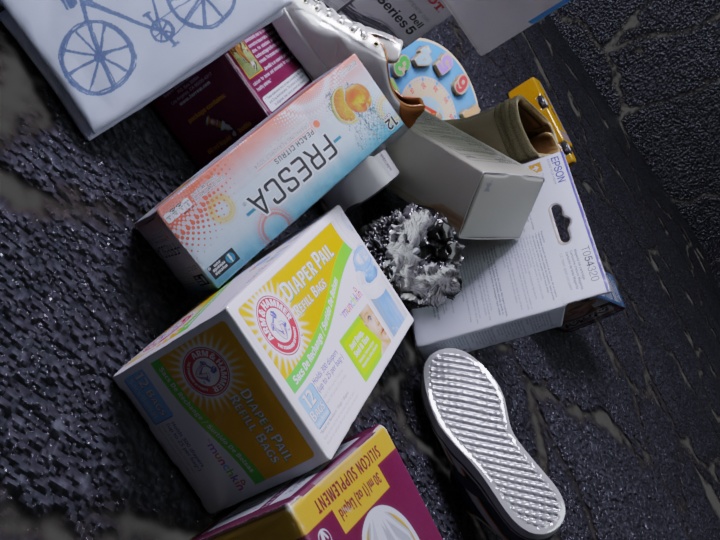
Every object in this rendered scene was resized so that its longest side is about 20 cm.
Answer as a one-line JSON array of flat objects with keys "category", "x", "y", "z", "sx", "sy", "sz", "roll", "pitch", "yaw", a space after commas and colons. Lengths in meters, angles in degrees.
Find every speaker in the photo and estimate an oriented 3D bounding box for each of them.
[{"category": "speaker", "x": -0.048, "y": -0.156, "z": 0.813, "sx": 0.201, "sy": 0.081, "sz": 0.081, "roll": 55, "pitch": 27, "yaw": -9}]

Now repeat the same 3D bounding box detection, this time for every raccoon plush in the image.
[{"category": "raccoon plush", "x": 0.000, "y": 0.000, "z": 0.782, "sx": 0.199, "sy": 0.134, "sz": 0.098, "roll": -19, "pitch": 96, "yaw": -31}]

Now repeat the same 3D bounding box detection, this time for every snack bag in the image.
[{"category": "snack bag", "x": -0.175, "y": -0.225, "z": 0.587, "sx": 0.201, "sy": 0.188, "sz": 0.021, "roll": 55, "pitch": -18, "yaw": -13}]

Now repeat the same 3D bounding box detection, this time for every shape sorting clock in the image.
[{"category": "shape sorting clock", "x": 0.086, "y": -0.189, "z": 1.042, "sx": 0.199, "sy": 0.039, "sz": 0.202, "roll": -1, "pitch": 92, "yaw": -39}]

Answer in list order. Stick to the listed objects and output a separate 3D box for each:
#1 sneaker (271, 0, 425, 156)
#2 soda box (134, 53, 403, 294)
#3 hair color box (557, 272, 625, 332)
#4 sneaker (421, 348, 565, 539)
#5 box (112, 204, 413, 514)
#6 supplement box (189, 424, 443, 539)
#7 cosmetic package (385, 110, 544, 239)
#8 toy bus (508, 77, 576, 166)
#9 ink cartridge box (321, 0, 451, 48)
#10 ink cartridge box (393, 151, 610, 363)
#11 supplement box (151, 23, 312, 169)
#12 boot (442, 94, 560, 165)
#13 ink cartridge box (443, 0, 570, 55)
[{"category": "sneaker", "x": -0.015, "y": -0.204, "z": 0.736, "sx": 0.200, "sy": 0.084, "sz": 0.073, "roll": 51, "pitch": 16, "yaw": -21}, {"category": "soda box", "x": -0.063, "y": -0.071, "z": 0.607, "sx": 0.200, "sy": 0.063, "sz": 0.069, "roll": -43, "pitch": 105, "yaw": -24}, {"category": "hair color box", "x": 0.304, "y": 0.038, "z": 1.218, "sx": 0.199, "sy": 0.100, "sz": 0.061, "roll": 15, "pitch": 52, "yaw": -54}, {"category": "sneaker", "x": 0.113, "y": 0.172, "z": 0.785, "sx": 0.080, "sy": 0.078, "sz": 0.201, "roll": 96, "pitch": -28, "yaw": -53}, {"category": "box", "x": -0.055, "y": 0.051, "z": 0.572, "sx": 0.113, "sy": 0.101, "sz": 0.200, "roll": 56, "pitch": 27, "yaw": -9}, {"category": "supplement box", "x": -0.004, "y": 0.218, "z": 0.498, "sx": 0.201, "sy": 0.103, "sz": 0.131, "roll": 62, "pitch": 26, "yaw": 2}, {"category": "cosmetic package", "x": 0.080, "y": -0.109, "z": 0.873, "sx": 0.105, "sy": 0.072, "sz": 0.200, "roll": 0, "pitch": 29, "yaw": -41}, {"category": "toy bus", "x": 0.374, "y": -0.292, "z": 1.706, "sx": 0.078, "sy": 0.065, "sz": 0.201, "roll": 2, "pitch": 62, "yaw": -61}, {"category": "ink cartridge box", "x": -0.015, "y": -0.287, "z": 0.864, "sx": 0.145, "sy": 0.199, "sz": 0.085, "roll": 35, "pitch": 36, "yaw": -40}, {"category": "ink cartridge box", "x": 0.142, "y": -0.017, "z": 0.880, "sx": 0.043, "sy": 0.198, "sz": 0.198, "roll": 60, "pitch": 19, "yaw": -49}, {"category": "supplement box", "x": -0.133, "y": -0.188, "z": 0.688, "sx": 0.201, "sy": 0.085, "sz": 0.111, "roll": 54, "pitch": 28, "yaw": -14}, {"category": "boot", "x": 0.168, "y": -0.110, "z": 0.991, "sx": 0.200, "sy": 0.155, "sz": 0.073, "roll": 53, "pitch": 41, "yaw": -30}, {"category": "ink cartridge box", "x": 0.143, "y": -0.331, "z": 0.820, "sx": 0.125, "sy": 0.128, "sz": 0.201, "roll": 49, "pitch": 31, "yaw": -23}]
